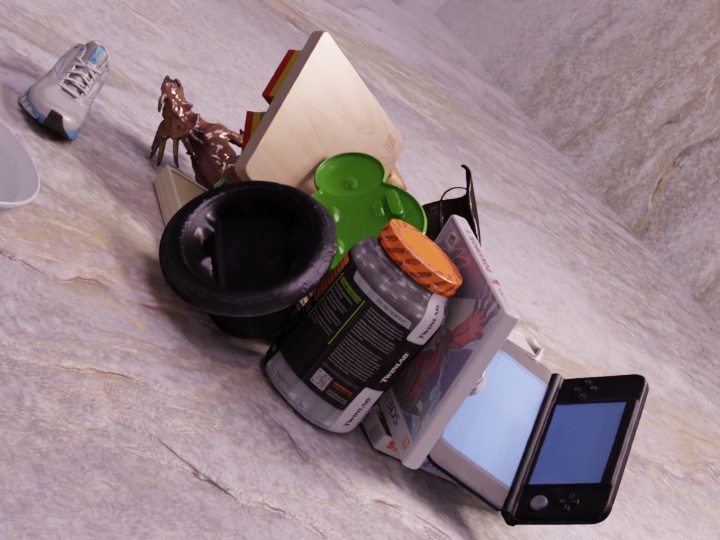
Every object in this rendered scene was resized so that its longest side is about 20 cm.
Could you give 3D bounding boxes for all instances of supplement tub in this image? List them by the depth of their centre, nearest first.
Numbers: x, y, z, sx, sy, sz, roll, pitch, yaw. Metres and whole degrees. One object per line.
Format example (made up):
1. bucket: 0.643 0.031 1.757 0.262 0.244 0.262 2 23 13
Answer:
1. supplement tub: 0.005 0.054 1.568 0.122 0.200 0.123 37 17 -13

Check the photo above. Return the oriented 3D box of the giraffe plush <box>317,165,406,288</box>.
1. giraffe plush: 0.004 -0.033 1.943 0.198 0.174 0.162 9 -19 39

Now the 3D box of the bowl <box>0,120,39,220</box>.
1. bowl: -0.370 -0.090 1.279 0.200 0.091 0.201 38 17 -13

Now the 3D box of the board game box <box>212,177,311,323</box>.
1. board game box: -0.094 -0.006 1.710 0.201 0.023 0.105 59 10 33

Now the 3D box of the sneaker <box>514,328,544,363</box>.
1. sneaker: 0.160 0.096 2.011 0.199 0.081 0.076 28 9 -44

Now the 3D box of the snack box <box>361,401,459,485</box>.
1. snack box: 0.076 0.191 1.690 0.199 0.024 0.072 28 22 -39

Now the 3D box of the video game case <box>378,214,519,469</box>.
1. video game case: 0.076 0.071 1.599 0.023 0.201 0.183 20 26 -28

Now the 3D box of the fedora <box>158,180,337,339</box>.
1. fedora: -0.112 0.000 1.581 0.198 0.092 0.202 0 41 0

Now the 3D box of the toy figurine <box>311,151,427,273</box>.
1. toy figurine: 0.000 0.000 1.748 0.201 0.148 0.186 -101 -176 -47

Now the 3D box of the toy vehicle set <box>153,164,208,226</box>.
1. toy vehicle set: -0.160 -0.032 1.725 0.124 0.027 0.201 32 19 -30

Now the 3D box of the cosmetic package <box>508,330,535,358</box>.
1. cosmetic package: 0.113 0.079 1.888 0.199 0.083 0.051 31 19 -32

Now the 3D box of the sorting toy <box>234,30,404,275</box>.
1. sorting toy: -0.060 -0.134 1.786 0.069 0.200 0.200 8 -30 39

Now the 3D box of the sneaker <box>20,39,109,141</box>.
1. sneaker: -0.319 -0.212 1.728 0.075 0.087 0.200 37 18 -17

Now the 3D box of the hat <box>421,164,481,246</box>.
1. hat: 0.100 -0.031 1.839 0.201 0.080 0.204 -7 90 -89

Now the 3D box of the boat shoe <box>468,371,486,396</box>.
1. boat shoe: 0.101 0.040 1.670 0.071 0.068 0.201 0 43 -2

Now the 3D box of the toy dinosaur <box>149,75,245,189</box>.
1. toy dinosaur: -0.176 -0.127 1.844 0.201 0.086 0.135 50 19 11

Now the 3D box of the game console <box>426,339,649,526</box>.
1. game console: 0.188 0.155 1.629 0.119 0.169 0.201 58 41 -32
